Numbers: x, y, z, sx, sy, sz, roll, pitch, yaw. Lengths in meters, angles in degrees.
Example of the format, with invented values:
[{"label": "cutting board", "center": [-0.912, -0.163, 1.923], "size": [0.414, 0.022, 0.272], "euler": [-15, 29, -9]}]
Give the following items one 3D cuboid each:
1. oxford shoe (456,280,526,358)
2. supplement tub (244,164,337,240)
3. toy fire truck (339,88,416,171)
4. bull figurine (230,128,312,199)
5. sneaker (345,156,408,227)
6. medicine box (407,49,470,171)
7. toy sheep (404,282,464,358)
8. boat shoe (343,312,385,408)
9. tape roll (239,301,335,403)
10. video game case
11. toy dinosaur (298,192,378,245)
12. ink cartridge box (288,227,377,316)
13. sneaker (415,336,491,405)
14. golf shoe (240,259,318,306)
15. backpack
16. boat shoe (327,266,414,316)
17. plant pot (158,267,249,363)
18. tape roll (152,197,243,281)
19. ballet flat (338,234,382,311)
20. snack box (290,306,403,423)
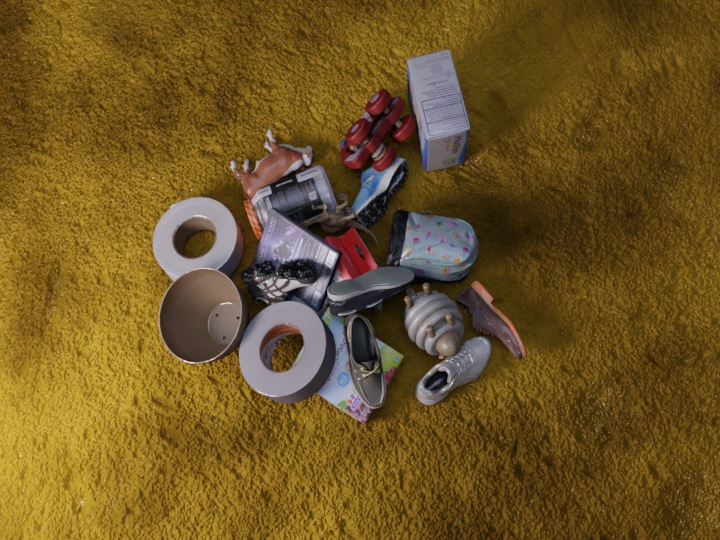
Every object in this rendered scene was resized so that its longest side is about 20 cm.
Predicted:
[{"label": "oxford shoe", "center": [0.286, 0.120, 1.642], "size": [0.072, 0.071, 0.201], "euler": [-35, 65, -2]}, {"label": "supplement tub", "center": [-0.158, -0.150, 1.717], "size": [0.197, 0.123, 0.125], "euler": [-21, 75, -2]}, {"label": "toy fire truck", "center": [0.023, -0.317, 1.736], "size": [0.112, 0.167, 0.202], "euler": [39, 79, -24]}, {"label": "bull figurine", "center": [-0.208, -0.253, 1.779], "size": [0.199, 0.065, 0.122], "euler": [-39, 72, -8]}, {"label": "sneaker", "center": [0.025, -0.185, 1.749], "size": [0.089, 0.079, 0.201], "euler": [31, 76, 31]}, {"label": "medicine box", "center": [0.174, -0.359, 1.713], "size": [0.101, 0.182, 0.204], "euler": [-11, 74, 1]}, {"label": "toy sheep", "center": [0.153, 0.105, 1.620], "size": [0.136, 0.139, 0.202], "euler": [-28, 54, -3]}, {"label": "boat shoe", "center": [0.010, 0.188, 1.567], "size": [0.071, 0.060, 0.206], "euler": [-14, 87, -9]}, {"label": "tape roll", "center": [-0.152, 0.171, 1.574], "size": [0.196, 0.066, 0.204], "euler": [-7, 65, 16]}, {"label": "video game case", "center": [-0.140, -0.025, 1.630], "size": [0.198, 0.019, 0.145], "euler": [34, 116, 24]}, {"label": "toy dinosaur", "center": [-0.044, -0.116, 1.679], "size": [0.196, 0.102, 0.059], "euler": [7, 50, -14]}, {"label": "ink cartridge box", "center": [-0.072, 0.008, 1.657], "size": [0.199, 0.067, 0.117], "euler": [-40, 73, 22]}, {"label": "sneaker", "center": [0.204, 0.212, 1.605], "size": [0.199, 0.100, 0.078], "euler": [-40, 76, -6]}, {"label": "golf shoe", "center": [-0.163, 0.031, 1.612], "size": [0.197, 0.078, 0.096], "euler": [1, 115, 37]}, {"label": "backpack", "center": [0.159, -0.047, 1.663], "size": [0.196, 0.127, 0.170], "euler": [9, 73, 4]}, {"label": "boat shoe", "center": [0.021, 0.044, 1.589], "size": [0.196, 0.061, 0.076], "euler": [-12, 33, -16]}, {"label": "plant pot", "center": [-0.322, 0.108, 1.650], "size": [0.196, 0.134, 0.205], "euler": [-4, 77, 16]}, {"label": "tape roll", "center": [-0.371, -0.063, 1.728], "size": [0.198, 0.071, 0.207], "euler": [-2, 69, 5]}, {"label": "ballet flat", "center": [0.000, 0.000, 1.697], "size": [0.062, 0.068, 0.201], "euler": [-35, 76, -15]}, {"label": "snack box", "center": [-0.032, 0.205, 1.631], "size": [0.198, 0.068, 0.170], "euler": [31, 80, 4]}]
